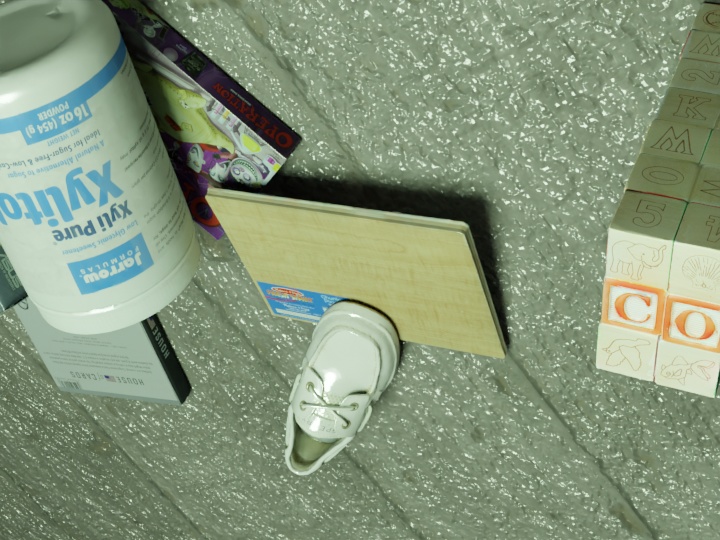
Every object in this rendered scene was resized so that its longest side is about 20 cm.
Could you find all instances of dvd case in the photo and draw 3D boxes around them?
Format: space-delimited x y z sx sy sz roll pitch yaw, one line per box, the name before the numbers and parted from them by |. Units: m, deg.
dvd case | -0.247 0.034 1.071 0.149 0.025 0.201 4 131 29

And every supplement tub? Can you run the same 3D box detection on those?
supplement tub | -0.197 -0.072 0.819 0.131 0.132 0.201 6 133 28

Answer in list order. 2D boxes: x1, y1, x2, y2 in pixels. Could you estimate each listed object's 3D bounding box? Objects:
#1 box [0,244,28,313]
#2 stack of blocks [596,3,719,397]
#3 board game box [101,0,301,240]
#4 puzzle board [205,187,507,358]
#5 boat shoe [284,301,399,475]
box | -0.377 -0.048 1.029 0.157 0.051 0.202 -14 110 40
stack of blocks | 0.174 -0.032 0.609 0.058 0.201 0.116 13 134 21
board game box | -0.149 -0.119 0.863 0.199 0.032 0.120 39 143 -7
puzzle board | 0.000 0.000 0.867 0.198 0.018 0.151 10 148 25
boat shoe | -0.020 0.102 0.948 0.070 0.070 0.201 24 142 5
